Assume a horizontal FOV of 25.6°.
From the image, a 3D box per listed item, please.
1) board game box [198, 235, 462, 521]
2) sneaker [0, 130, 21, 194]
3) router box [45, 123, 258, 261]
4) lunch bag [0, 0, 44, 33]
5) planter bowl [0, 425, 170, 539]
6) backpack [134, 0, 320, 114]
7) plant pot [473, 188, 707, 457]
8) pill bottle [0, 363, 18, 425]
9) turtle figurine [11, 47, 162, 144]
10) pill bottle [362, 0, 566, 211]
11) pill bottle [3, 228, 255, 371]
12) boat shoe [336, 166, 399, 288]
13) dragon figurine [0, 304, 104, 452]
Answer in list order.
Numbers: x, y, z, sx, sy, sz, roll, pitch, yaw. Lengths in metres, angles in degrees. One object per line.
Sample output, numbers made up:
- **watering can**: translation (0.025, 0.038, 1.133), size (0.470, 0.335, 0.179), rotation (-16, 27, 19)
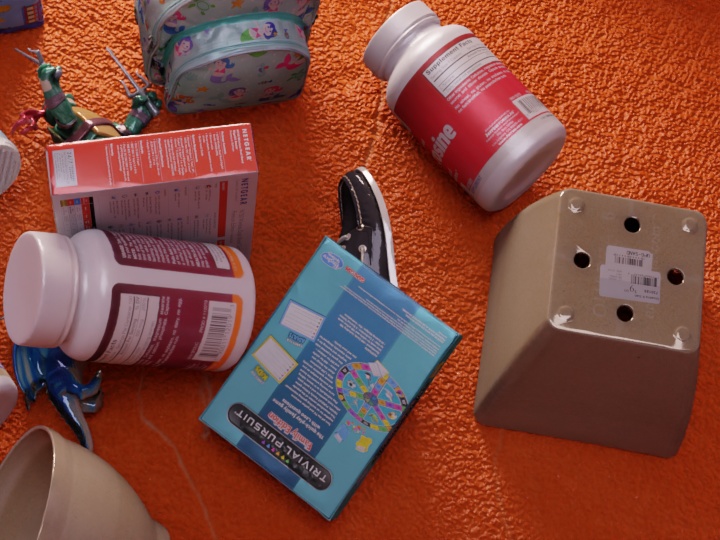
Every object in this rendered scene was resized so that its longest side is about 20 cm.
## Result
- **board game box**: translation (-0.026, 0.096, 1.420), size (0.150, 0.047, 0.201), rotation (36, 91, 10)
- **sneaker**: translation (-0.415, -0.071, 1.489), size (0.199, 0.074, 0.082), rotation (-31, 43, -12)
- **router box**: translation (-0.185, -0.054, 1.423), size (0.177, 0.200, 0.049), rotation (-7, 67, -10)
- **lunch bag**: translation (-0.389, -0.348, 1.554), size (0.093, 0.151, 0.202), rotation (-19, 70, -14)
- **planter bowl**: translation (-0.240, 0.246, 1.308), size (0.134, 0.200, 0.203), rotation (25, 63, -25)
- **backpack**: translation (-0.124, -0.244, 1.505), size (0.175, 0.200, 0.152), rotation (-9, 68, -16)
- **plant pot**: translation (0.223, 0.032, 1.441), size (0.197, 0.177, 0.202), rotation (10, 65, -1)
- **pill bottle**: translation (-0.402, 0.065, 1.392), size (0.119, 0.120, 0.200), rotation (-35, 74, -19)
- **turtle figurine**: translation (-0.245, -0.137, 1.511), size (0.199, 0.101, 0.149), rotation (38, 24, 25)
- **pill bottle**: translation (0.098, -0.164, 1.548), size (0.112, 0.113, 0.200), rotation (-38, 75, -19)
- **pill bottle**: translation (-0.202, 0.025, 1.382), size (0.198, 0.114, 0.116), rotation (7, 63, -32)
- **boat shoe**: translation (0.000, 0.000, 1.492), size (0.060, 0.074, 0.203), rotation (-8, 76, -14)
- **dragon figurine**: translation (-0.280, 0.090, 1.427), size (0.098, 0.059, 0.203), rotation (1, 66, -6)
